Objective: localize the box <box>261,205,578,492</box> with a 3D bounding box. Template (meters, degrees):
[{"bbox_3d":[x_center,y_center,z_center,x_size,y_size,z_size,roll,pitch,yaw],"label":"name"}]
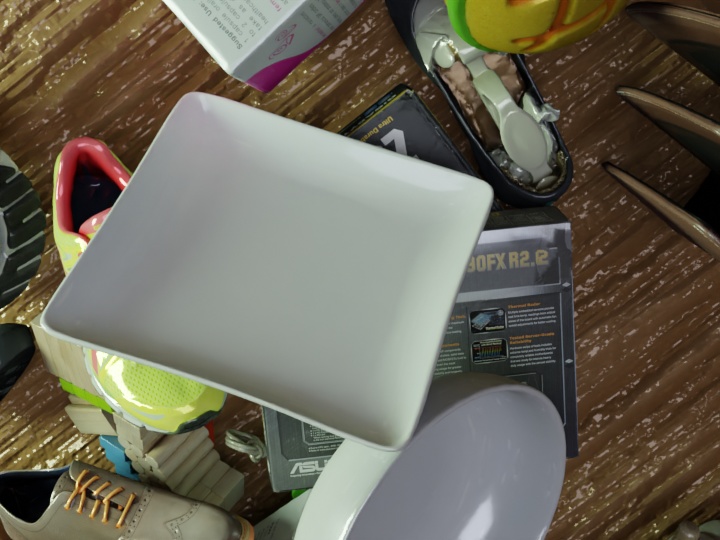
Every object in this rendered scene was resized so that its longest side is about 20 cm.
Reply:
[{"bbox_3d":[0.034,0.049,0.761,0.200,0.048,0.159,-7,105,-4],"label":"box"}]

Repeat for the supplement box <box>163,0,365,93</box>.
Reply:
[{"bbox_3d":[-0.025,-0.209,0.699,0.200,0.101,0.103,-44,86,6],"label":"supplement box"}]

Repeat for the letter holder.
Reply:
[{"bbox_3d":[0.202,-0.078,0.712,0.142,0.200,0.101,36,99,-12],"label":"letter holder"}]

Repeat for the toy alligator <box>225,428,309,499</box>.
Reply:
[{"bbox_3d":[-0.009,0.168,0.832,0.200,0.059,0.054,22,102,-10],"label":"toy alligator"}]

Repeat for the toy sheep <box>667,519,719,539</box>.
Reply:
[{"bbox_3d":[0.261,0.235,0.837,0.200,0.138,0.138,3,104,-11],"label":"toy sheep"}]

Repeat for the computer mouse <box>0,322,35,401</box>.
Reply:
[{"bbox_3d":[-0.282,0.107,0.800,0.034,0.059,0.200,40,103,4],"label":"computer mouse"}]

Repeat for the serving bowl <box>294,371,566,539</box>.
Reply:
[{"bbox_3d":[0.031,0.143,0.697,0.200,0.066,0.200,-25,128,-36],"label":"serving bowl"}]

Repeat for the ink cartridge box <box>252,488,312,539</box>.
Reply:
[{"bbox_3d":[-0.062,0.272,0.783,0.200,0.145,0.145,-39,104,25],"label":"ink cartridge box"}]

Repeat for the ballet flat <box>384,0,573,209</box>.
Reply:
[{"bbox_3d":[0.078,-0.124,0.758,0.073,0.073,0.200,-29,105,3],"label":"ballet flat"}]

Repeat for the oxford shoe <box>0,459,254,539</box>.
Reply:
[{"bbox_3d":[-0.158,0.161,0.761,0.200,0.071,0.073,-4,136,32],"label":"oxford shoe"}]

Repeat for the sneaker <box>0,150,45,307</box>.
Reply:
[{"bbox_3d":[-0.257,-0.063,0.742,0.078,0.090,0.200,-28,129,-30],"label":"sneaker"}]

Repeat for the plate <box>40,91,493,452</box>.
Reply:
[{"bbox_3d":[-0.043,-0.003,0.673,0.199,0.200,0.032,18,141,6],"label":"plate"}]

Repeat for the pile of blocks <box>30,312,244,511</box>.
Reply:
[{"bbox_3d":[-0.141,0.096,0.811,0.062,0.082,0.200,-46,121,-36],"label":"pile of blocks"}]

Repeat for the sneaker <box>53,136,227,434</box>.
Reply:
[{"bbox_3d":[-0.139,0.005,0.709,0.078,0.090,0.200,-24,63,-17],"label":"sneaker"}]

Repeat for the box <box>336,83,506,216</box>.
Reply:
[{"bbox_3d":[0.000,0.000,0.795,0.200,0.049,0.160,-37,103,5],"label":"box"}]

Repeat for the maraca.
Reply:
[{"bbox_3d":[0.117,-0.186,0.694,0.107,0.200,0.137,45,121,23],"label":"maraca"}]
